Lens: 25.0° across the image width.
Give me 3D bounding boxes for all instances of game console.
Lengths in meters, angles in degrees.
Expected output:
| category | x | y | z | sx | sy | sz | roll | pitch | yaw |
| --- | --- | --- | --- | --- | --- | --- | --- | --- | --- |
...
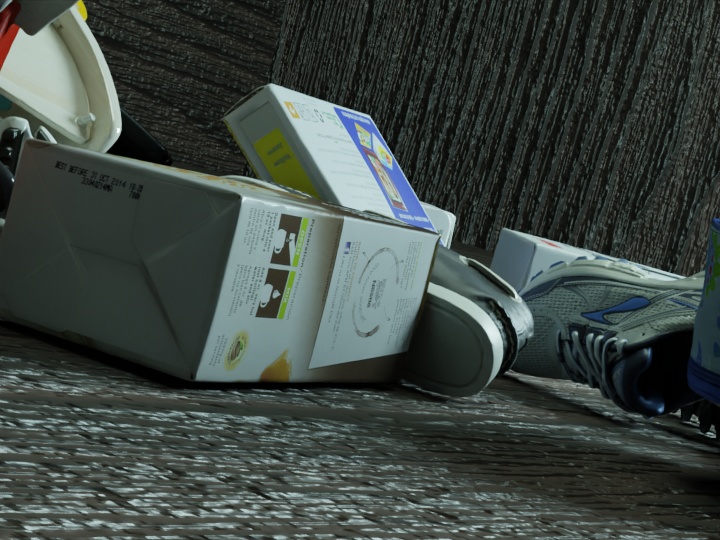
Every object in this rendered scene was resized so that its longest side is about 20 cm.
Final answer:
| category | x | y | z | sx | sy | sz | roll | pitch | yaw |
| --- | --- | --- | --- | --- | --- | --- | --- | --- | --- |
| game console | -0.168 | -0.151 | 1.067 | 0.176 | 0.117 | 0.200 | 42 | -10 | -6 |

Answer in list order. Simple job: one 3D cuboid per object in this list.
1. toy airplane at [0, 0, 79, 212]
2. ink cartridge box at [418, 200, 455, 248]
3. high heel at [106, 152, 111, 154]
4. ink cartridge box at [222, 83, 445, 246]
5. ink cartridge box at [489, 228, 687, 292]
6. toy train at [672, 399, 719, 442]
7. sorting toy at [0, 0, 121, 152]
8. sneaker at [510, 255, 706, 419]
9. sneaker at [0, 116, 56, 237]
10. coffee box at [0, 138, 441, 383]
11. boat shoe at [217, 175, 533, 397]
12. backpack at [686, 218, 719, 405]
| category | x | y | z | sx | sy | sz | roll | pitch | yaw |
| --- | --- | --- | --- | --- | --- | --- | --- | --- | --- |
| toy airplane | -0.194 | -0.103 | 0.673 | 0.141 | 0.200 | 0.200 | 31 | -5 | -4 |
| ink cartridge box | -0.003 | -0.031 | 1.407 | 0.145 | 0.085 | 0.200 | 14 | 4 | -2 |
| high heel | -0.157 | -0.045 | 1.060 | 0.199 | 0.072 | 0.142 | 7 | 4 | 36 |
| ink cartridge box | 0.013 | -0.013 | 0.995 | 0.201 | 0.047 | 0.198 | 61 | 14 | 9 |
| ink cartridge box | 0.195 | 0.037 | 1.197 | 0.198 | 0.084 | 0.144 | 14 | 5 | -6 |
| toy train | 0.223 | 0.079 | 0.964 | 0.034 | 0.046 | 0.200 | 14 | 4 | -7 |
| sorting toy | -0.259 | -0.107 | 0.882 | 0.200 | 0.180 | 0.107 | 35 | 34 | -31 |
| sneaker | 0.158 | 0.043 | 0.947 | 0.199 | 0.077 | 0.085 | -7 | 32 | 36 |
| sneaker | -0.246 | -0.044 | 0.849 | 0.198 | 0.076 | 0.081 | 11 | -19 | 8 |
| coffee box | -0.059 | 0.000 | 0.743 | 0.114 | 0.080 | 0.200 | 16 | 4 | 27 |
| boat shoe | 0.000 | 0.000 | 0.866 | 0.199 | 0.074 | 0.060 | 24 | 29 | 25 |
| backpack | 0.256 | 0.048 | 0.765 | 0.199 | 0.148 | 0.182 | 4 | 11 | -41 |
